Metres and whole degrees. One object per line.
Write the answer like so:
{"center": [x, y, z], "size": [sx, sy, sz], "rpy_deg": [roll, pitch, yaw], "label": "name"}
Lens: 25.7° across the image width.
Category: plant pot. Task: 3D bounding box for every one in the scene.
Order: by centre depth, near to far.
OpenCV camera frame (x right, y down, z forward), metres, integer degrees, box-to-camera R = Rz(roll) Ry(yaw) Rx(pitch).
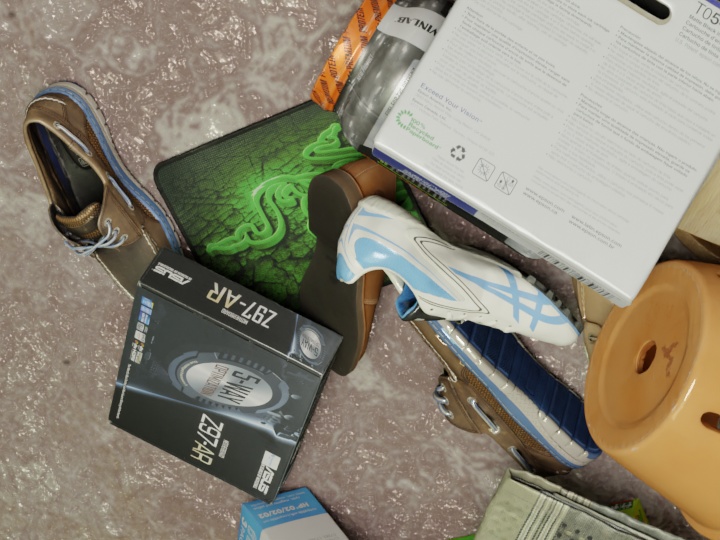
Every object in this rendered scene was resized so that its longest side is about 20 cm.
{"center": [0.246, 0.080, 1.073], "size": [0.139, 0.201, 0.201], "rpy_deg": [23, 123, -19], "label": "plant pot"}

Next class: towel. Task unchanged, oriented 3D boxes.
{"center": [0.165, 0.255, 1.192], "size": [0.191, 0.035, 0.201], "rpy_deg": [26, 123, 7], "label": "towel"}

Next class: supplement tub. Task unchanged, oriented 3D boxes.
{"center": [0.072, -0.108, 1.101], "size": [0.199, 0.123, 0.123], "rpy_deg": [32, 121, -1], "label": "supplement tub"}

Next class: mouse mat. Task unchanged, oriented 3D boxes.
{"center": [-0.052, -0.043, 1.240], "size": [0.199, 0.008, 0.162], "rpy_deg": [-20, 108, 24], "label": "mouse mat"}

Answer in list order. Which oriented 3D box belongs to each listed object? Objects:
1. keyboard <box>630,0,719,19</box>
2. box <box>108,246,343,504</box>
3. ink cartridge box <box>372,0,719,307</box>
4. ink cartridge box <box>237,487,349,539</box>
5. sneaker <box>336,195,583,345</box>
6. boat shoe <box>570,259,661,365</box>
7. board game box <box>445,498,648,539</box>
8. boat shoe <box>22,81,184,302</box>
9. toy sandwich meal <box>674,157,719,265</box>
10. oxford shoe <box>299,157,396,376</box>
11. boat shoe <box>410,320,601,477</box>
{"center": [0.225, -0.193, 1.071], "size": [0.199, 0.040, 0.105], "rpy_deg": [-14, 88, 24], "label": "keyboard"}
{"center": [-0.113, 0.089, 1.268], "size": [0.159, 0.044, 0.201], "rpy_deg": [27, 140, 4], "label": "box"}
{"center": [0.138, -0.112, 1.023], "size": [0.199, 0.041, 0.201], "rpy_deg": [32, 84, 1], "label": "ink cartridge box"}
{"center": [-0.032, 0.286, 1.294], "size": [0.200, 0.067, 0.116], "rpy_deg": [44, 134, 47], "label": "ink cartridge box"}
{"center": [0.071, 0.014, 1.139], "size": [0.199, 0.072, 0.073], "rpy_deg": [25, 95, -20], "label": "sneaker"}
{"center": [0.202, 0.056, 1.175], "size": [0.071, 0.065, 0.201], "rpy_deg": [-13, 111, 23], "label": "boat shoe"}
{"center": [0.132, 0.250, 1.272], "size": [0.199, 0.102, 0.048], "rpy_deg": [-17, 110, 24], "label": "board game box"}
{"center": [-0.210, -0.046, 1.249], "size": [0.072, 0.072, 0.201], "rpy_deg": [-23, 107, 25], "label": "boat shoe"}
{"center": [0.282, -0.068, 1.084], "size": [0.203, 0.070, 0.207], "rpy_deg": [7, 117, 14], "label": "toy sandwich meal"}
{"center": [0.000, 0.000, 1.206], "size": [0.071, 0.071, 0.201], "rpy_deg": [39, 140, 29], "label": "oxford shoe"}
{"center": [0.095, 0.089, 1.213], "size": [0.200, 0.072, 0.072], "rpy_deg": [46, 121, -8], "label": "boat shoe"}
